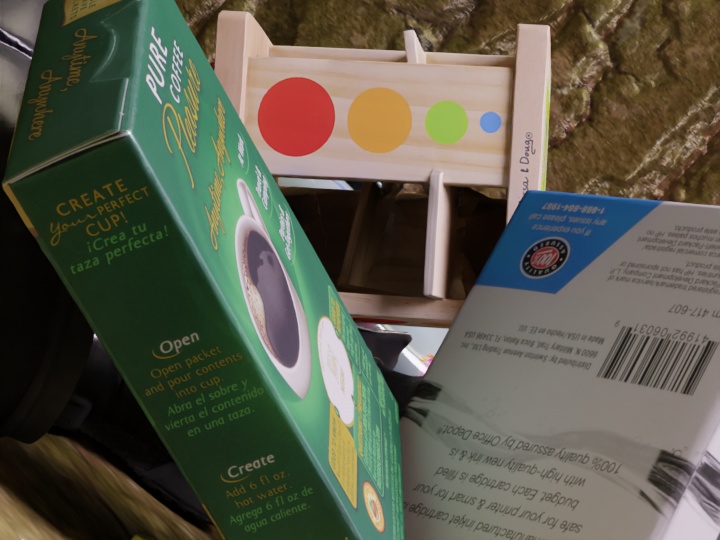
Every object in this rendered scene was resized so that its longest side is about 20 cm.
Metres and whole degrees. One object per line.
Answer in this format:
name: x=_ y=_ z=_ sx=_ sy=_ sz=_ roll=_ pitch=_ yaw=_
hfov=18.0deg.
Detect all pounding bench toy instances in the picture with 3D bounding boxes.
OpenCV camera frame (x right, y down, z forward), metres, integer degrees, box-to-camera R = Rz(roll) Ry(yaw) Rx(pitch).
pounding bench toy: x=0.000 y=0.000 z=0.985 sx=0.155 sy=0.201 sz=0.124 roll=3 pitch=-5 yaw=5

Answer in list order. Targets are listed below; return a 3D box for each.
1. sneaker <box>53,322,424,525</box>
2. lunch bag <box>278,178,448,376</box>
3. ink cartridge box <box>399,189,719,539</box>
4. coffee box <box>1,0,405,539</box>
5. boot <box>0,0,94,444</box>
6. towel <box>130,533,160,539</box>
sneaker: x=-0.061 y=0.026 z=0.846 sx=0.200 sy=0.104 sz=0.060 roll=41 pitch=6 yaw=-43
lunch bag: x=-0.032 y=-0.002 z=1.172 sx=0.170 sy=0.122 sz=0.200 roll=44 pitch=21 yaw=-13
ink cartridge box: x=0.083 y=0.079 z=0.790 sx=0.146 sy=0.201 sz=0.084 roll=9 pitch=-26 yaw=50
coffee box: x=-0.043 y=0.012 z=0.722 sx=0.123 sy=0.044 sz=0.200 roll=-92 pitch=158 yaw=-56
boot: x=-0.164 y=-0.048 z=0.732 sx=0.162 sy=0.073 sz=0.199 roll=21 pitch=45 yaw=-28
towel: x=0.003 y=0.159 z=0.713 sx=0.200 sy=0.018 sz=0.086 roll=43 pitch=-3 yaw=15
